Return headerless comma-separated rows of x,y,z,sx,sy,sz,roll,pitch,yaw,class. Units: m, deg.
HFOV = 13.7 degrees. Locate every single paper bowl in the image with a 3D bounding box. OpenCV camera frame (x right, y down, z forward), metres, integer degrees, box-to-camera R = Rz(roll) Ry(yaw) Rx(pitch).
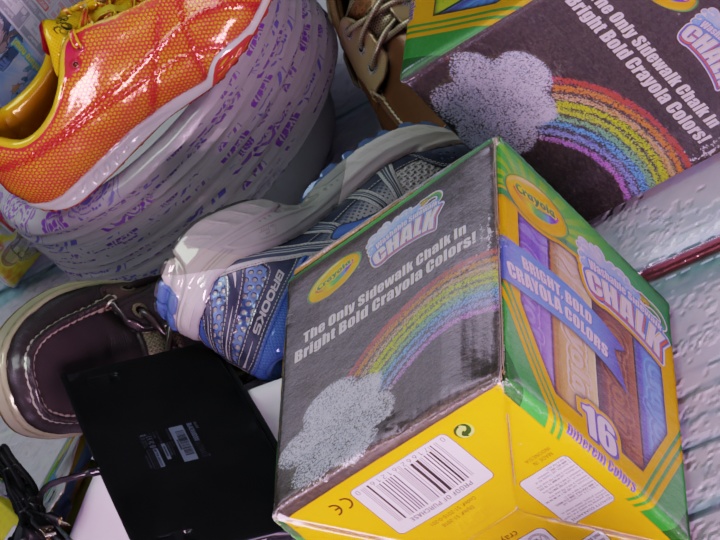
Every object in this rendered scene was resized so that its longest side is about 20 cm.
-0.093,-0.074,1.615,0.200,0.104,0.201,-33,31,23,paper bowl

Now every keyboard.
-0.098,0.087,1.284,0.127,0.021,0.200,-13,23,-11,keyboard

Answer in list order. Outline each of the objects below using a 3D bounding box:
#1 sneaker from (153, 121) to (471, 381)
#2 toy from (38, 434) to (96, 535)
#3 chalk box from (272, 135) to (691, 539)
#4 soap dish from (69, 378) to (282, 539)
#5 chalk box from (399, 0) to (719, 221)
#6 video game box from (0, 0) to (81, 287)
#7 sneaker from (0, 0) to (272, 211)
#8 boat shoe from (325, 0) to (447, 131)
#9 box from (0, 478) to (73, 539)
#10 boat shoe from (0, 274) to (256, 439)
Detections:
0.000,0.000,1.401,0.200,0.077,0.085,-28,59,-36,sneaker
-0.145,0.130,1.462,0.115,0.047,0.200,-59,2,14,toy
0.050,0.042,1.256,0.124,0.124,0.200,-33,30,26,chalk box
-0.067,0.152,1.320,0.157,0.081,0.200,-21,37,39,soap dish
0.135,-0.131,1.357,0.200,0.125,0.124,-28,34,29,chalk box
-0.193,-0.107,1.705,0.047,0.200,0.182,31,79,29,video game box
-0.114,-0.115,1.510,0.200,0.077,0.073,-44,28,3,sneaker
0.020,-0.116,1.544,0.076,0.074,0.200,-43,29,9,boat shoe
-0.186,0.148,1.335,0.118,0.048,0.200,-57,36,0,box
-0.097,0.032,1.439,0.065,0.073,0.200,-12,6,37,boat shoe
